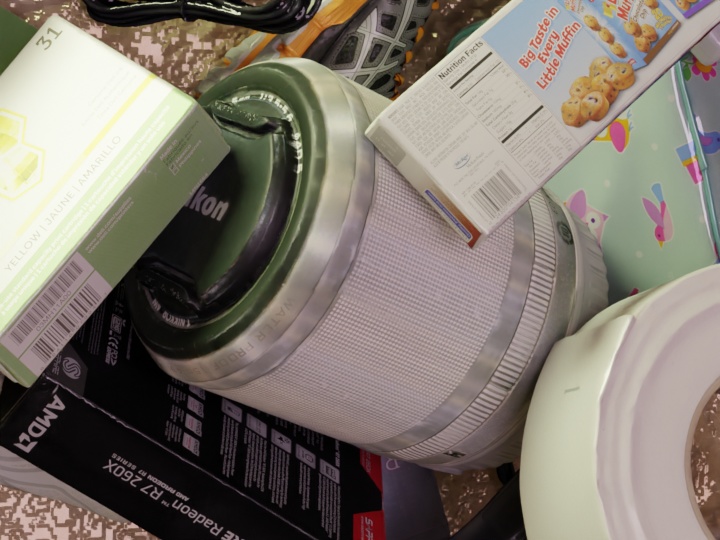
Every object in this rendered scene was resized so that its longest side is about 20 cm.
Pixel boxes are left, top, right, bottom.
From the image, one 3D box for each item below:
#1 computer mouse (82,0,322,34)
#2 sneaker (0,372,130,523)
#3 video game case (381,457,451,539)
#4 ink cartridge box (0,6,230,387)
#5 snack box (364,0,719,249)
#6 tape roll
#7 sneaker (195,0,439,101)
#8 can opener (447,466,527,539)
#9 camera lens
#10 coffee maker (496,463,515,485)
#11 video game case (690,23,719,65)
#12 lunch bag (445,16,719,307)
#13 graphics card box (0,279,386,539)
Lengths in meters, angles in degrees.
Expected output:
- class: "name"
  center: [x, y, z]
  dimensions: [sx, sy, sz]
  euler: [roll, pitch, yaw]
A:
- class: "computer mouse"
  center: [-0.067, -0.214, 1.131]
  dimensions: [0.140, 0.046, 0.200]
  euler: [11, 91, 14]
- class: "sneaker"
  center: [-0.185, 0.073, 1.140]
  dimensions: [0.200, 0.075, 0.081]
  euler: [35, 116, -28]
- class: "video game case"
  center: [-0.041, 0.075, 1.211]
  dimensions: [0.143, 0.019, 0.200]
  euler: [-18, 99, -17]
- class: "ink cartridge box"
  center: [-0.176, -0.054, 1.064]
  dimensions: [0.146, 0.200, 0.048]
  euler: [-51, 146, -9]
- class: "snack box"
  center: [0.095, -0.098, 1.046]
  dimensions: [0.072, 0.024, 0.200]
  euler: [47, 65, 3]
- class: "tape roll"
  center: [0.175, 0.098, 1.065]
  dimensions: [0.202, 0.071, 0.203]
  euler: [6, 75, -24]
- class: "sneaker"
  center: [-0.005, -0.117, 1.185]
  dimensions: [0.200, 0.078, 0.077]
  euler: [-46, 116, -5]
- class: "can opener"
  center: [0.079, 0.130, 1.144]
  dimensions: [0.079, 0.063, 0.200]
  euler: [42, 88, 16]
- class: "camera lens"
  center: [0.000, 0.000, 1.103]
  dimensions: [0.200, 0.160, 0.160]
  euler: [24, 86, -36]
- class: "coffee maker"
  center: [0.134, 0.183, 1.184]
  dimensions: [0.135, 0.200, 0.192]
  euler: [-28, 103, -16]
- class: "video game case"
  center: [0.169, -0.221, 1.151]
  dimensions: [0.182, 0.024, 0.200]
  euler: [-35, 83, -30]
- class: "lunch bag"
  center: [0.131, -0.054, 1.192]
  dimensions: [0.077, 0.160, 0.200]
  euler: [-23, 101, -47]
- class: "graphics card box"
  center: [-0.079, 0.082, 1.121]
  dimensions: [0.200, 0.125, 0.051]
  euler: [34, 115, -20]
